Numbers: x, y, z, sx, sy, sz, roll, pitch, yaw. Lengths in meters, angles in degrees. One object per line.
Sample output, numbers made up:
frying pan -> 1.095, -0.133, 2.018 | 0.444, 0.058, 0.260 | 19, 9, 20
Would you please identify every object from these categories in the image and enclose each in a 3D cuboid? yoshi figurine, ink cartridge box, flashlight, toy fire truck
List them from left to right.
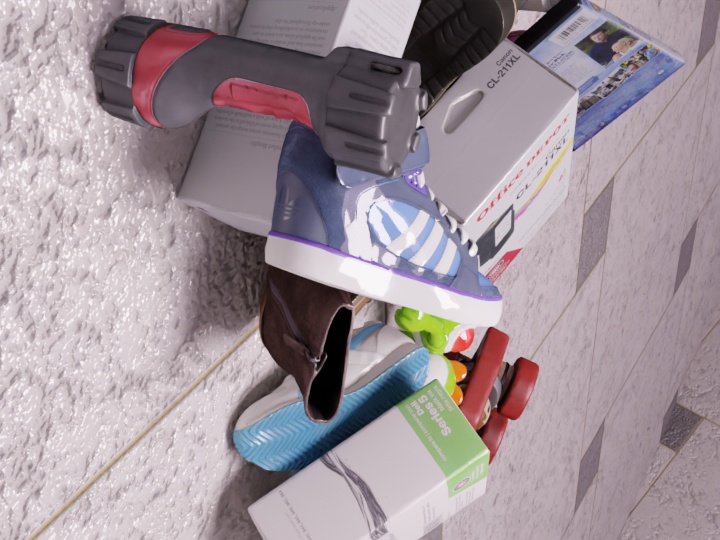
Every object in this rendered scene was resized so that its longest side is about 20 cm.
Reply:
flashlight -> -0.060, -0.099, 0.615 | 0.068, 0.198, 0.068 | -61, 152, -20
ink cartridge box -> 0.011, 0.203, 0.943 | 0.199, 0.084, 0.146 | -32, 157, -11
yoshi figurine -> 0.050, 0.060, 1.058 | 0.112, 0.111, 0.203 | 23, 81, -44
toy fire truck -> 0.104, 0.166, 1.126 | 0.169, 0.111, 0.201 | -64, 177, -50
ink cartridge box -> 0.104, -0.075, 0.894 | 0.146, 0.083, 0.200 | -48, 161, -9

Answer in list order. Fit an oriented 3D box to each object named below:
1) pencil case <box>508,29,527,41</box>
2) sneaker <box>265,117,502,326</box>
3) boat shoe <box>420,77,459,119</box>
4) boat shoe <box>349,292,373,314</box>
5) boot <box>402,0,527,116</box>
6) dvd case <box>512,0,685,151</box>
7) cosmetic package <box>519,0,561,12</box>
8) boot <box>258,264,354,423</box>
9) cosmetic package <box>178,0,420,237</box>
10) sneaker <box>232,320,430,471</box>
pencil case -> 0.151, -0.145, 1.077 | 0.202, 0.085, 0.083 | -70, 157, -13
sneaker -> 0.034, -0.052, 0.695 | 0.198, 0.080, 0.149 | 17, 88, -37
boat shoe -> 0.065, -0.157, 0.970 | 0.199, 0.067, 0.073 | -22, 115, -50
boat shoe -> 0.000, 0.000, 0.942 | 0.201, 0.071, 0.068 | -55, 148, -33
boot -> 0.065, -0.185, 0.831 | 0.078, 0.199, 0.138 | 56, 47, -16
dvd case -> 0.192, -0.172, 0.966 | 0.199, 0.018, 0.142 | 8, 142, -48
cosmetic package -> 0.164, -0.270, 0.970 | 0.200, 0.081, 0.051 | -124, -161, -72
boot -> -0.026, -0.011, 0.783 | 0.071, 0.167, 0.203 | 4, 112, -21
cosmetic package -> -0.040, -0.124, 0.740 | 0.071, 0.101, 0.202 | 26, 82, -49
sneaker -> -0.034, 0.109, 0.943 | 0.198, 0.080, 0.077 | -23, 130, -34
